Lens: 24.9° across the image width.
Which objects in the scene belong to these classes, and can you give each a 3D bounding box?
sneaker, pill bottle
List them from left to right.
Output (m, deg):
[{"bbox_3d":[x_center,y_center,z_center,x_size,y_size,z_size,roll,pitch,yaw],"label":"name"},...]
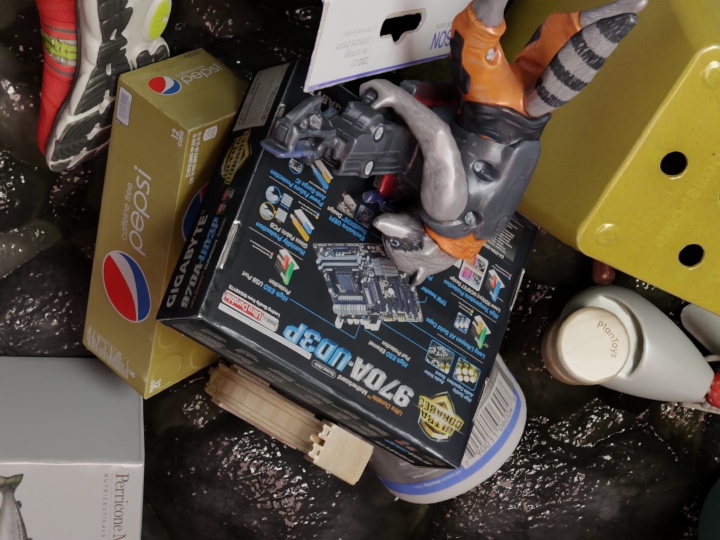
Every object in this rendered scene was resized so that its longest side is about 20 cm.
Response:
[{"bbox_3d":[-0.155,-0.144,0.929,0.077,0.085,0.201,-26,152,-38],"label":"sneaker"},{"bbox_3d":[0.015,0.043,1.034,0.113,0.114,0.201,-29,120,9],"label":"pill bottle"}]

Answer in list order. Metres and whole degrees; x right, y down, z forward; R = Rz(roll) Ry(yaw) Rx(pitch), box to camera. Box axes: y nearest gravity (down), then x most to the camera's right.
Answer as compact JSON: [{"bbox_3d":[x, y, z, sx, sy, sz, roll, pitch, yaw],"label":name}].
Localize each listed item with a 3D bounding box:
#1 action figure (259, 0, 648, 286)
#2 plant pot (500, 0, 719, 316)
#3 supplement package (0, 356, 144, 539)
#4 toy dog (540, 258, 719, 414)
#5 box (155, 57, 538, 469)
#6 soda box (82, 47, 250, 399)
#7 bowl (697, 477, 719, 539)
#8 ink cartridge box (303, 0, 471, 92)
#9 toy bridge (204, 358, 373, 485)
[{"bbox_3d":[0.052,-0.074,0.835,0.199,0.105,0.195,-15,139,-48],"label":"action figure"},{"bbox_3d":[0.189,-0.086,0.949,0.199,0.177,0.201,23,114,-20],"label":"plant pot"},{"bbox_3d":[-0.240,0.133,1.045,0.198,0.118,0.118,1,120,-10],"label":"supplement package"},{"bbox_3d":[0.211,0.039,1.076,0.198,0.132,0.097,12,86,-24],"label":"toy dog"},{"bbox_3d":[0.000,0.000,0.920,0.199,0.046,0.160,32,68,-31],"label":"box"},{"bbox_3d":[-0.113,-0.025,0.973,0.067,0.064,0.201,-27,143,-42],"label":"soda box"},{"bbox_3d":[0.325,0.198,1.178,0.198,0.105,0.203,-4,121,-6],"label":"bowl"},{"bbox_3d":[0.031,-0.203,0.850,0.043,0.198,0.202,26,112,20],"label":"ink cartridge box"},{"bbox_3d":[-0.061,0.083,1.005,0.067,0.200,0.027,32,85,-25],"label":"toy bridge"}]
